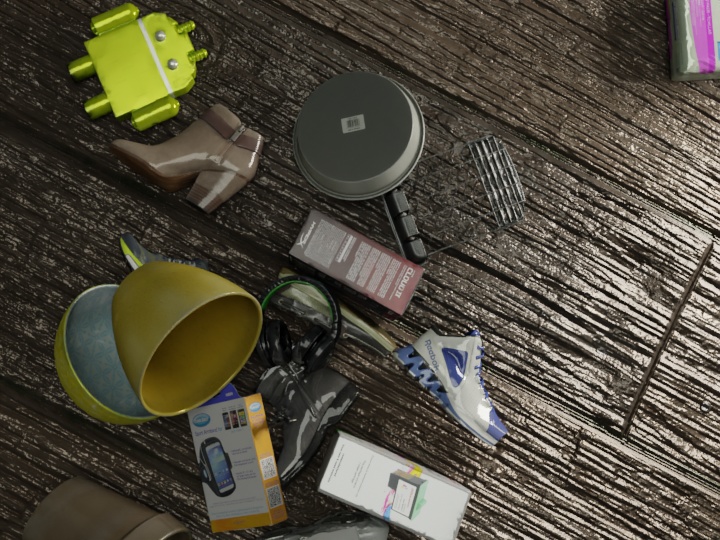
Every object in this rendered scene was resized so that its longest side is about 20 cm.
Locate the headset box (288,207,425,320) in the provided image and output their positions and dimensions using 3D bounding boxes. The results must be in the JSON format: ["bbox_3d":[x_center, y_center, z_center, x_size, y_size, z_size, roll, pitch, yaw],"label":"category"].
[{"bbox_3d":[0.000,0.000,1.508,0.198,0.149,0.076,29,84,0],"label":"headset box"}]

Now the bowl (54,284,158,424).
[{"bbox_3d":[-0.348,0.132,1.482,0.107,0.200,0.201,-35,87,36],"label":"bowl"}]

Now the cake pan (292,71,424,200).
[{"bbox_3d":[-0.006,-0.203,1.554,0.197,0.037,0.203,-3,73,9],"label":"cake pan"}]

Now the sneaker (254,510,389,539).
[{"bbox_3d":[-0.051,0.404,1.512,0.197,0.078,0.101,-13,94,3],"label":"sneaker"}]

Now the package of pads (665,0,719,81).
[{"bbox_3d":[0.566,-0.374,1.620,0.197,0.068,0.157,-3,86,-5],"label":"package of pads"}]

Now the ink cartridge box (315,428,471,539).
[{"bbox_3d":[0.043,0.300,1.484,0.198,0.145,0.085,24,84,-1],"label":"ink cartridge box"}]

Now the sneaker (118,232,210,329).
[{"bbox_3d":[-0.262,0.008,1.536,0.199,0.074,0.081,40,77,-7],"label":"sneaker"}]

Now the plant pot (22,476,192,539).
[{"bbox_3d":[-0.356,0.378,1.442,0.173,0.200,0.201,35,83,16],"label":"plant pot"}]

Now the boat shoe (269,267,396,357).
[{"bbox_3d":[-0.043,0.072,1.542,0.200,0.072,0.066,34,93,1],"label":"boat shoe"}]

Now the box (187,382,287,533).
[{"bbox_3d":[-0.176,0.259,1.496,0.118,0.041,0.203,-16,83,36],"label":"box"}]

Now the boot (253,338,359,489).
[{"bbox_3d":[-0.105,0.208,1.532,0.131,0.070,0.201,36,77,7],"label":"boot"}]

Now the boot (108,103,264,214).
[{"bbox_3d":[-0.245,-0.181,1.556,0.199,0.070,0.147,33,77,-1],"label":"boot"}]

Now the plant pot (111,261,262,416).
[{"bbox_3d":[-0.249,0.069,1.418,0.200,0.200,0.142,-45,62,-7],"label":"plant pot"}]

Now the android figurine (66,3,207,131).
[{"bbox_3d":[-0.325,-0.301,1.570,0.198,0.041,0.184,-23,86,-4],"label":"android figurine"}]

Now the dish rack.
[{"bbox_3d":[0.138,-0.107,1.576,0.198,0.055,0.155,-20,88,-7],"label":"dish rack"}]

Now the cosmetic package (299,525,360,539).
[{"bbox_3d":[-0.032,0.461,1.455,0.106,0.085,0.202,-14,116,-4],"label":"cosmetic package"}]

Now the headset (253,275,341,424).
[{"bbox_3d":[-0.095,0.108,1.475,0.122,0.094,0.203,8,92,12],"label":"headset"}]

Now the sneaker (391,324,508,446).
[{"bbox_3d":[0.152,0.152,1.538,0.199,0.081,0.115,44,86,3],"label":"sneaker"}]
